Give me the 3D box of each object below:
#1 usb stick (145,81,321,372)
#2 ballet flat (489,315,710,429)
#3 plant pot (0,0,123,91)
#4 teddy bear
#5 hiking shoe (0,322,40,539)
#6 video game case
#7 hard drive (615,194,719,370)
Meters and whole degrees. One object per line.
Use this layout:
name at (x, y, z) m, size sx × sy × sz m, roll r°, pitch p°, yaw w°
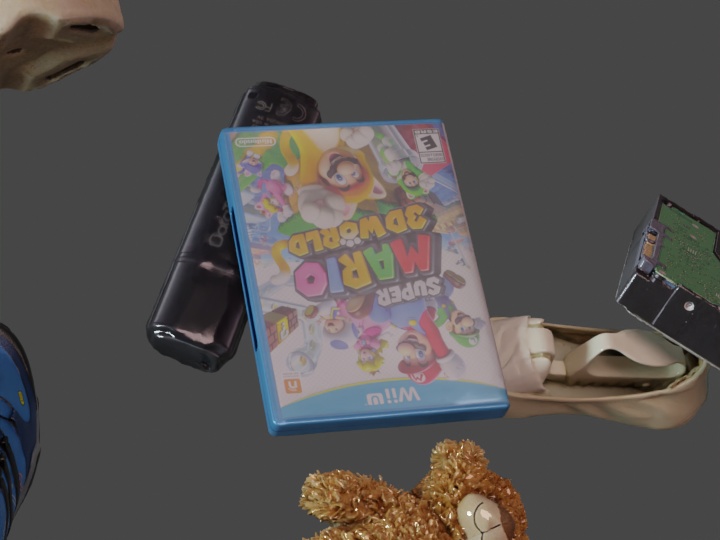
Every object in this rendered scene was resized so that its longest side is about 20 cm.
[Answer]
usb stick at (-0.075, -0.029, 1.340) m, size 0.055 × 0.033 × 0.200 m, roll 19°, pitch 59°, yaw 1°
ballet flat at (0.122, 0.055, 1.340) m, size 0.200 × 0.069 × 0.070 m, roll 5°, pitch 62°, yaw -15°
plant pot at (-0.230, -0.204, 1.305) m, size 0.200 × 0.200 × 0.184 m, roll -14°, pitch 80°, yaw -24°
teddy bear at (0.016, 0.173, 1.244) m, size 0.200 × 0.067 × 0.145 m, roll -10°, pitch 69°, yaw -21°
hiking shoe at (-0.209, 0.110, 1.192) m, size 0.074 × 0.087 × 0.200 m, roll 10°, pitch 61°, yaw -13°
video game case at (0.000, 0.000, 1.311) m, size 0.143 × 0.018 × 0.200 m, roll -3°, pitch 62°, yaw -16°
hard drive at (0.255, 0.038, 1.368) m, size 0.200 × 0.038 × 0.140 m, roll 32°, pitch 22°, yaw -1°
